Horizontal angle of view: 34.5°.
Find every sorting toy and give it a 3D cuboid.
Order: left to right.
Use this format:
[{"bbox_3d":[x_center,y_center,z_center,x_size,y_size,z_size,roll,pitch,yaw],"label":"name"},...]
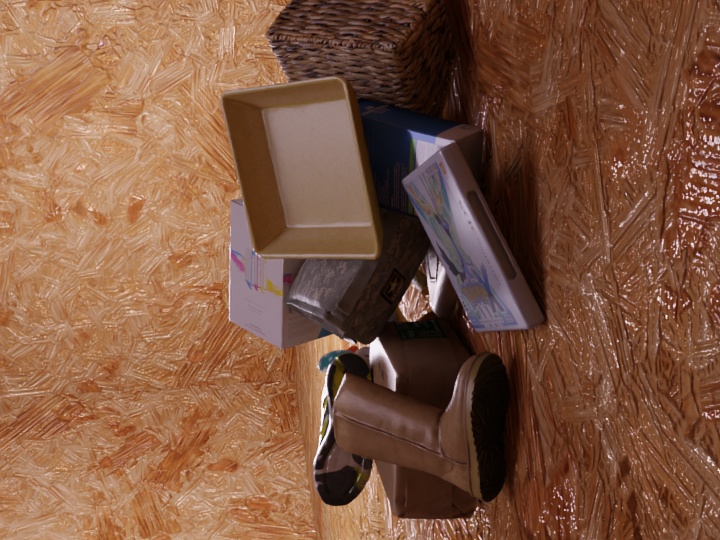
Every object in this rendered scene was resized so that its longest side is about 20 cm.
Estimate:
[{"bbox_3d":[0.099,-0.069,1.405,0.185,0.036,0.201,100,160,-60],"label":"sorting toy"}]

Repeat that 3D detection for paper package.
[{"bbox_3d":[0.074,0.171,1.400,0.200,0.103,0.192,-118,28,-74],"label":"paper package"}]

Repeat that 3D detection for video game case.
[{"bbox_3d":[0.105,-0.025,1.140,0.183,0.022,0.200,63,172,0],"label":"video game case"}]

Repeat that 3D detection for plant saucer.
[{"bbox_3d":[-0.057,-0.115,1.302,0.199,0.048,0.201,1,108,41],"label":"plant saucer"}]

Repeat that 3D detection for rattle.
[{"bbox_3d":[0.019,0.099,1.581,0.200,0.130,0.143,40,147,54],"label":"rattle"}]

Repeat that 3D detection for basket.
[{"bbox_3d":[0.015,-0.258,1.378,0.143,0.199,0.149,-57,-38,-30],"label":"basket"}]

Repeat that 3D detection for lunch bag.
[{"bbox_3d":[0.000,0.000,1.406,0.165,0.117,0.200,-60,8,-5],"label":"lunch bag"}]

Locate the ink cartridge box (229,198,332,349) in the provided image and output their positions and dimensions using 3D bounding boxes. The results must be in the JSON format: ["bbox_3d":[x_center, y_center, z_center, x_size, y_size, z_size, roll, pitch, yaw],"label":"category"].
[{"bbox_3d":[-0.091,-0.019,1.558,0.125,0.128,0.201,23,117,45],"label":"ink cartridge box"}]

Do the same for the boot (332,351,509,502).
[{"bbox_3d":[0.056,0.146,1.229,0.199,0.066,0.176,16,116,37],"label":"boot"}]

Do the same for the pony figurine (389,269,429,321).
[{"bbox_3d":[0.024,-0.019,1.618,0.193,0.166,0.201,122,138,-51],"label":"pony figurine"}]

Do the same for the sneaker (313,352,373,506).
[{"bbox_3d":[-0.017,0.201,1.489,0.085,0.074,0.201,-115,33,-84],"label":"sneaker"}]

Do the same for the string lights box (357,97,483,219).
[{"bbox_3d":[0.036,-0.125,1.290,0.199,0.059,0.103,20,121,33],"label":"string lights box"}]
